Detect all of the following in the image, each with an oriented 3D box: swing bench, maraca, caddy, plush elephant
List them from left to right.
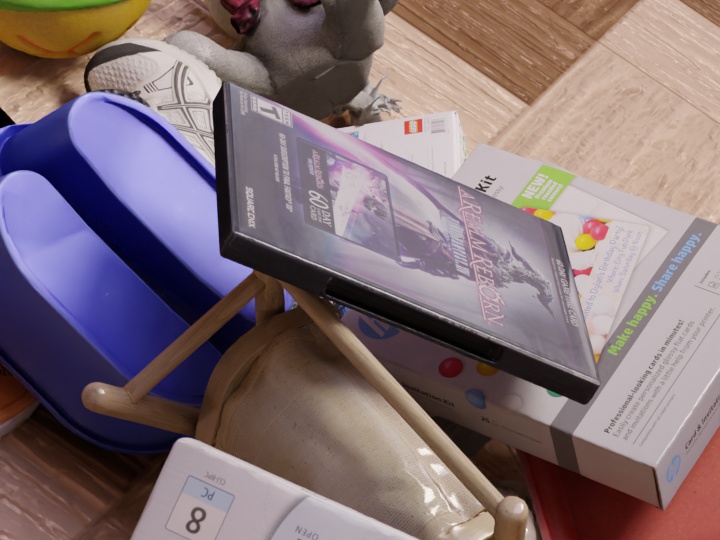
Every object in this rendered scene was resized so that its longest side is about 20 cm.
[{"bbox_3d":[-0.194,-0.199,1.703,0.136,0.108,0.200,0,20,-4],"label":"maraca"},{"bbox_3d":[-0.134,0.003,1.397,0.200,0.105,0.142,46,58,-9],"label":"caddy"},{"bbox_3d":[-0.049,-0.187,1.763,0.200,0.164,0.156,35,28,-59],"label":"plush elephant"},{"bbox_3d":[-0.009,0.122,1.290,0.199,0.130,0.200,47,-6,26],"label":"swing bench"}]

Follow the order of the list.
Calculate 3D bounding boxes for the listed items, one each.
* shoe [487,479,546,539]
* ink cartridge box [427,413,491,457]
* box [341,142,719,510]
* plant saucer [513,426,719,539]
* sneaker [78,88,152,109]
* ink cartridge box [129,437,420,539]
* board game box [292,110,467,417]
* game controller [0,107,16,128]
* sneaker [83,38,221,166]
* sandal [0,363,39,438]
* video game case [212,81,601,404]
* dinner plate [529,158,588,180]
[{"bbox_3d":[0.093,0.136,1.414,0.070,0.053,0.200,55,1,8],"label":"shoe"},{"bbox_3d":[0.045,0.021,1.519,0.200,0.057,0.162,34,66,30],"label":"ink cartridge box"},{"bbox_3d":[0.108,0.024,1.377,0.199,0.041,0.156,21,57,30],"label":"box"},{"bbox_3d":[0.178,0.074,1.366,0.198,0.037,0.201,-16,47,1],"label":"plant saucer"},{"bbox_3d":[-0.129,-0.003,1.509,0.073,0.080,0.201,-3,59,-13],"label":"sneaker"},{"bbox_3d":[-0.049,0.193,1.137,0.159,0.201,0.047,21,-8,26],"label":"ink cartridge box"},{"bbox_3d":[0.000,0.000,1.493,0.125,0.035,0.201,-8,49,10],"label":"board game box"},{"bbox_3d":[-0.250,-0.047,1.496,0.104,0.042,0.200,39,32,14],"label":"game controller"},{"bbox_3d":[-0.114,-0.071,1.613,0.200,0.076,0.087,45,34,24],"label":"sneaker"},{"bbox_3d":[-0.222,0.064,1.341,0.079,0.059,0.207,35,31,8],"label":"sandal"},{"bbox_3d":[0.020,-0.015,1.292,0.199,0.019,0.143,22,29,-18],"label":"video game case"},{"bbox_3d":[0.161,-0.029,1.577,0.199,0.024,0.200,26,4,-2],"label":"dinner plate"}]
